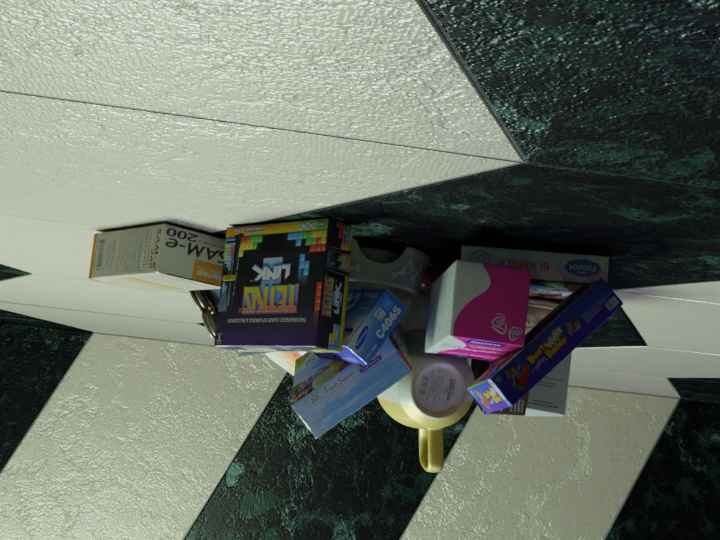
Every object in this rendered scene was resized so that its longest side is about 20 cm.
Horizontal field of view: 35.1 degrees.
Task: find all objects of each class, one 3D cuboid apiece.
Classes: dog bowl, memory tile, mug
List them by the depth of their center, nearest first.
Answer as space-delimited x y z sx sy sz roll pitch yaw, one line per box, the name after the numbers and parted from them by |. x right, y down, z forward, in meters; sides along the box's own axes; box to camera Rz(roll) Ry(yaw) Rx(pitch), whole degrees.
0.000 0.000 1.655 0.197 0.060 0.200 5 170 1 | dog bowl
0.112 0.181 1.669 0.148 0.188 0.153 -34 -176 -6 | mug
-0.246 0.048 1.860 0.017 0.155 0.200 -27 172 3 | memory tile

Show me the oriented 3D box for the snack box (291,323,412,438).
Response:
-0.015 0.137 1.636 0.168 0.068 0.200 -35 -169 6 | snack box

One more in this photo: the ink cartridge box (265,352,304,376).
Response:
-0.153 0.076 1.828 0.199 0.050 0.163 32 151 7 | ink cartridge box

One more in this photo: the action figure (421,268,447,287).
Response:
0.155 0.029 1.782 0.065 0.052 0.199 5 170 40 | action figure

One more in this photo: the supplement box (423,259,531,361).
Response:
0.152 0.056 1.514 0.100 0.105 0.200 8 168 -4 | supplement box

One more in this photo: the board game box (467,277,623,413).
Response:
0.238 0.101 1.490 0.045 0.199 0.135 49 167 3 | board game box

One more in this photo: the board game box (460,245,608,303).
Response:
0.242 0.010 1.609 0.196 0.042 0.200 5 170 9 | board game box

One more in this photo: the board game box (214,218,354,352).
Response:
-0.105 0.022 1.513 0.198 0.168 0.056 -4 166 42 | board game box

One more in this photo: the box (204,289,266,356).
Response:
-0.164 0.046 1.731 0.051 0.159 0.199 -30 -171 -31 | box

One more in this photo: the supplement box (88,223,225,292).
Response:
-0.299 -0.016 1.692 0.125 0.075 0.198 15 168 -42 | supplement box

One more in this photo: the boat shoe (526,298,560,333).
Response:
0.221 0.075 1.672 0.197 0.070 0.074 6 172 1 | boat shoe

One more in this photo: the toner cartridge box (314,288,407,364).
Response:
-0.014 0.074 1.560 0.043 0.095 0.200 39 166 -16 | toner cartridge box

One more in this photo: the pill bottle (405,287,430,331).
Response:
0.151 0.084 1.905 0.198 0.114 0.111 12 169 -37 | pill bottle

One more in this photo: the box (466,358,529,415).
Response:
0.203 0.136 1.755 0.074 0.102 0.200 4 -163 -8 | box

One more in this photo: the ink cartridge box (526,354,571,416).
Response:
0.275 0.127 1.825 0.083 0.203 0.144 11 170 -13 | ink cartridge box

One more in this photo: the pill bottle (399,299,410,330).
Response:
-0.028 0.053 1.828 0.198 0.114 0.112 1 170 31 | pill bottle
